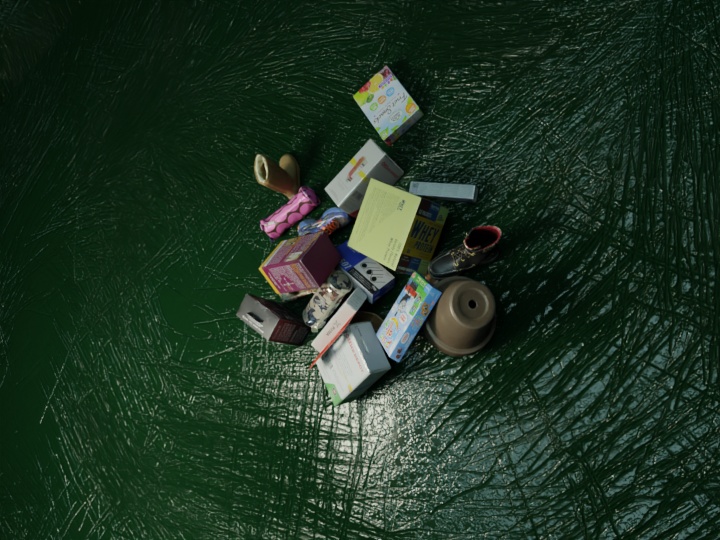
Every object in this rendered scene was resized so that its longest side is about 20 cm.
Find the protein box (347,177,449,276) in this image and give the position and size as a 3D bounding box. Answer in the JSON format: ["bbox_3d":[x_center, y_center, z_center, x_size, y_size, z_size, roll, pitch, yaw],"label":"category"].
[{"bbox_3d":[0.101,-0.117,1.555,0.198,0.133,0.203,28,101,43],"label":"protein box"}]

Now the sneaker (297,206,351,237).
[{"bbox_3d":[-0.109,-0.125,1.731,0.197,0.075,0.080,-22,45,31],"label":"sneaker"}]

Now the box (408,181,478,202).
[{"bbox_3d":[0.232,-0.221,1.602,0.196,0.039,0.043,7,84,29],"label":"box"}]

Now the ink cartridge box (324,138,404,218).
[{"bbox_3d":[0.014,-0.262,1.666,0.200,0.145,0.084,-45,61,11],"label":"ink cartridge box"}]

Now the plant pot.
[{"bbox_3d":[0.255,0.102,1.402,0.195,0.175,0.206,1,77,-3],"label":"plant pot"}]

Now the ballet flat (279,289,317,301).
[{"bbox_3d":[-0.192,0.046,1.716,0.197,0.063,0.077,-21,83,37],"label":"ballet flat"}]

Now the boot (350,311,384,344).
[{"bbox_3d":[0.033,0.164,1.601,0.197,0.075,0.075,23,94,32],"label":"boot"}]

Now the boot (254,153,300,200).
[{"bbox_3d":[-0.262,-0.321,1.790,0.065,0.199,0.179,-25,68,19],"label":"boot"}]

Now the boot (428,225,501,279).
[{"bbox_3d":[0.268,-0.046,1.454,0.195,0.151,0.075,-15,72,0],"label":"boot"}]

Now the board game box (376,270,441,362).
[{"bbox_3d":[0.119,0.113,1.451,0.203,0.036,0.151,-60,18,7],"label":"board game box"}]

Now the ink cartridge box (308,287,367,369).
[{"bbox_3d":[-0.075,0.160,1.572,0.043,0.174,0.201,40,123,0],"label":"ink cartridge box"}]

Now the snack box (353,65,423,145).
[{"bbox_3d":[0.083,-0.504,1.735,0.141,0.053,0.202,-39,65,16],"label":"snack box"}]

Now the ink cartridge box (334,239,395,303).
[{"bbox_3d":[0.000,0.000,1.646,0.093,0.045,0.199,-33,58,-26],"label":"ink cartridge box"}]

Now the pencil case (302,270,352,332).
[{"bbox_3d":[-0.096,0.087,1.642,0.201,0.076,0.091,-53,49,38],"label":"pencil case"}]

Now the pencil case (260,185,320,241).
[{"bbox_3d":[-0.225,-0.183,1.802,0.199,0.093,0.092,-38,66,14],"label":"pencil case"}]

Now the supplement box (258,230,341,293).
[{"bbox_3d":[-0.173,-0.021,1.629,0.197,0.104,0.132,-9,35,45],"label":"supplement box"}]

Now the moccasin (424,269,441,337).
[{"bbox_3d":[0.194,0.086,1.536,0.077,0.073,0.207,-11,73,47],"label":"moccasin"}]

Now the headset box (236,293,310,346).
[{"bbox_3d":[-0.261,0.147,1.686,0.147,0.199,0.076,32,93,28],"label":"headset box"}]

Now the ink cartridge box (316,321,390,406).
[{"bbox_3d":[-0.023,0.256,1.560,0.201,0.086,0.147,-51,57,42],"label":"ink cartridge box"}]
